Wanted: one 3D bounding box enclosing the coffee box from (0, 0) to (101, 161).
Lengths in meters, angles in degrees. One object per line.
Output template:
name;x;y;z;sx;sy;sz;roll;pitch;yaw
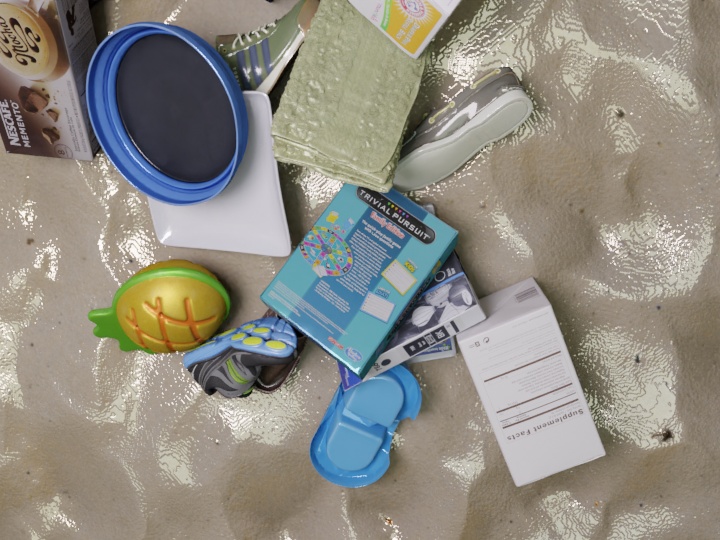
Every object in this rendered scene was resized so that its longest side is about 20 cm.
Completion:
coffee box;-0.363;-0.235;0.787;0.110;0.081;0.203;6;131;1

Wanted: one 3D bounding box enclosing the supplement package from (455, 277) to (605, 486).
supplement package;0.206;0.135;0.865;0.117;0.121;0.204;-22;103;9

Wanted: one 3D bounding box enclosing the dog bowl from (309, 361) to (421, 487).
dog bowl;0.006;0.193;0.920;0.109;0.050;0.203;23;112;-7

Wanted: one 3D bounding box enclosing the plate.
plate;-0.178;-0.120;0.836;0.195;0.032;0.204;5;120;19

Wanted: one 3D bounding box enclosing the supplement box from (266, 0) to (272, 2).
supplement box;-0.093;-0.415;0.748;0.108;0.110;0.202;35;104;-6

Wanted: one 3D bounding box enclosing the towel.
towel;-0.008;-0.196;0.756;0.145;0.036;0.205;18;79;-6

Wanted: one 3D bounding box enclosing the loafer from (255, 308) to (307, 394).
loafer;-0.099;0.075;0.895;0.072;0.071;0.204;23;105;-3

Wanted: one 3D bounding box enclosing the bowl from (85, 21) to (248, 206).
bowl;-0.214;-0.174;0.777;0.196;0.039;0.205;11;121;18

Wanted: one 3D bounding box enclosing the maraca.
maraca;-0.255;0.054;0.883;0.197;0.109;0.137;-25;134;24

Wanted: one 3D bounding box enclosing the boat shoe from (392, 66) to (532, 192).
boat shoe;0.106;-0.165;0.825;0.199;0.072;0.061;-31;60;23

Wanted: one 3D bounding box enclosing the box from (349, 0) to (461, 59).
box;0.089;-0.343;0.716;0.101;0.112;0.202;37;79;-7

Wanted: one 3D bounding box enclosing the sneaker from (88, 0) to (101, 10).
sneaker;-0.330;-0.331;0.808;0.195;0.081;0.076;-8;123;11

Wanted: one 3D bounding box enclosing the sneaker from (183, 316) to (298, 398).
sneaker;-0.143;0.114;0.870;0.197;0.071;0.084;-20;103;39

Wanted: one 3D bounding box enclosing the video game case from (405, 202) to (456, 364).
video game case;0.041;0.025;0.901;0.139;0.018;0.205;-9;104;6

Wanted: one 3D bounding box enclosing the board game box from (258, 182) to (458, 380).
board game box;0.000;0.000;0.819;0.150;0.047;0.202;35;80;15

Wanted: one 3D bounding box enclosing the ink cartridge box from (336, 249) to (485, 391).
ink cartridge box;0.046;0.058;0.849;0.197;0.101;0.039;-30;139;11

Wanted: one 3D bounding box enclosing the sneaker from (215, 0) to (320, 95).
sneaker;-0.130;-0.252;0.812;0.089;0.067;0.201;36;108;-11
